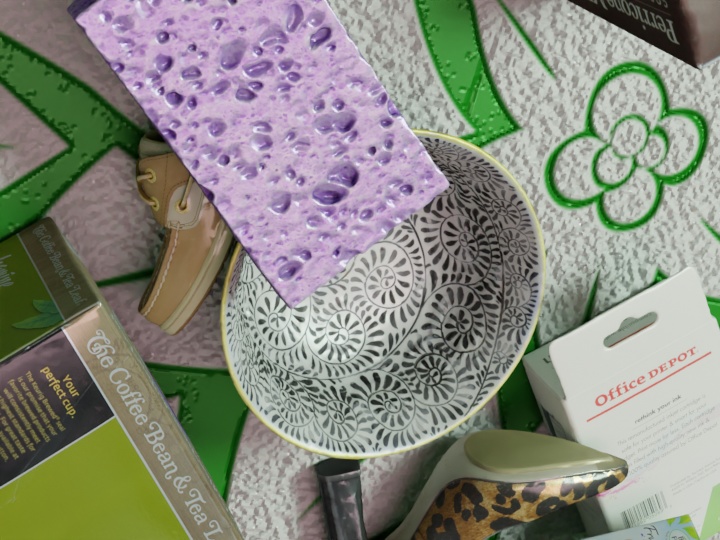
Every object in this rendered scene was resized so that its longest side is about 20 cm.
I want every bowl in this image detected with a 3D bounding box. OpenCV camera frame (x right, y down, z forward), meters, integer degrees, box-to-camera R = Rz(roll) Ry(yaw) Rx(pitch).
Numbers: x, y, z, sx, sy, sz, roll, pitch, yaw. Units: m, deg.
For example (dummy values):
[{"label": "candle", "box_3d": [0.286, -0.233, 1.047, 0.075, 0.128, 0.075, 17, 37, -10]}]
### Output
[{"label": "bowl", "box_3d": [0.000, 0.000, 1.116, 0.199, 0.094, 0.202, -8, 114, -19]}]

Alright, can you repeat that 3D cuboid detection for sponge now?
[{"label": "sponge", "box_3d": [-0.050, -0.089, 0.991, 0.111, 0.030, 0.200, -37, 115, -2]}]

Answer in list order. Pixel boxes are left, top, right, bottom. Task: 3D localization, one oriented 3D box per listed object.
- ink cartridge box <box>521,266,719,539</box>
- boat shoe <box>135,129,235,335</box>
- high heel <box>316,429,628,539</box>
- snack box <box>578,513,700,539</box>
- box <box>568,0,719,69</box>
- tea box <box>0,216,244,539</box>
[{"label": "ink cartridge box", "box_3d": [0.182, 0.089, 1.245, 0.117, 0.067, 0.201, -27, 120, -9]}, {"label": "boat shoe", "box_3d": [-0.093, -0.062, 1.071, 0.066, 0.074, 0.201, 18, 103, -14]}, {"label": "high heel", "box_3d": [0.077, 0.178, 1.216, 0.199, 0.071, 0.143, -6, 111, 9]}, {"label": "snack box", "box_3d": [0.148, 0.247, 1.254, 0.141, 0.053, 0.201, -13, 142, -9]}, {"label": "box", "box_3d": [0.185, -0.251, 1.044, 0.164, 0.166, 0.201, -29, 119, -10]}, {"label": "tea box", "box_3d": [-0.196, 0.117, 1.061, 0.196, 0.134, 0.201, -30, 120, -7]}]
